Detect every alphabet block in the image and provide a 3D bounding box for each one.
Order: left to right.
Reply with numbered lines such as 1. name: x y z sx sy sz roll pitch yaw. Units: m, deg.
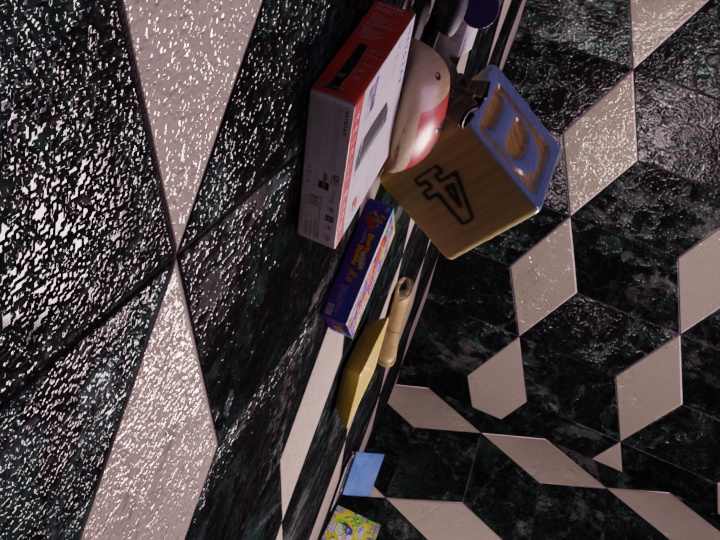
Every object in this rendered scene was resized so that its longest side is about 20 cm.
1. alphabet block: 0.183 -0.177 1.258 0.199 0.197 0.196 -29 -160 43

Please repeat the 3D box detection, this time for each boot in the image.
1. boot: 0.095 0.147 2.154 0.177 0.065 0.203 -78 -179 -49
2. boot: 0.137 -0.291 1.141 0.068 0.128 0.202 100 14 -53

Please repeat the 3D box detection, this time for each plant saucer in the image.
1. plant saucer: -0.003 0.230 1.766 0.201 0.048 0.203 -61 168 -47

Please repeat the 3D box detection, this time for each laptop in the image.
1. laptop: -0.012 0.764 2.744 0.200 0.114 0.191 -44 153 -71

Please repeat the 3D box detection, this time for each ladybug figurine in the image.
1. ladybug figurine: 0.066 -0.206 0.977 0.201 0.070 0.138 108 -19 -61

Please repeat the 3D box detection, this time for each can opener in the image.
1. can opener: 0.081 -0.308 1.012 0.079 0.062 0.202 -99 -153 -49

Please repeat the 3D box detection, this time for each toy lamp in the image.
1. toy lamp: 0.149 -0.391 1.070 0.201 0.057 0.059 -93 -163 -58

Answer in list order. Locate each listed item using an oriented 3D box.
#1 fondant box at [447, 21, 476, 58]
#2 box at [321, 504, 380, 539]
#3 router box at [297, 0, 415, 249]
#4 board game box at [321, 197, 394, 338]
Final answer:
1. fondant box: 0.178 -0.462 1.244 0.144 0.057 0.203 -51 161 -64
2. box: -0.047 1.041 2.920 0.200 0.189 0.124 -48 158 -65
3. router box: -0.006 -0.158 0.831 0.202 0.048 0.181 100 13 -50
4. board game box: 0.000 0.000 1.254 0.135 0.044 0.203 74 37 -76
